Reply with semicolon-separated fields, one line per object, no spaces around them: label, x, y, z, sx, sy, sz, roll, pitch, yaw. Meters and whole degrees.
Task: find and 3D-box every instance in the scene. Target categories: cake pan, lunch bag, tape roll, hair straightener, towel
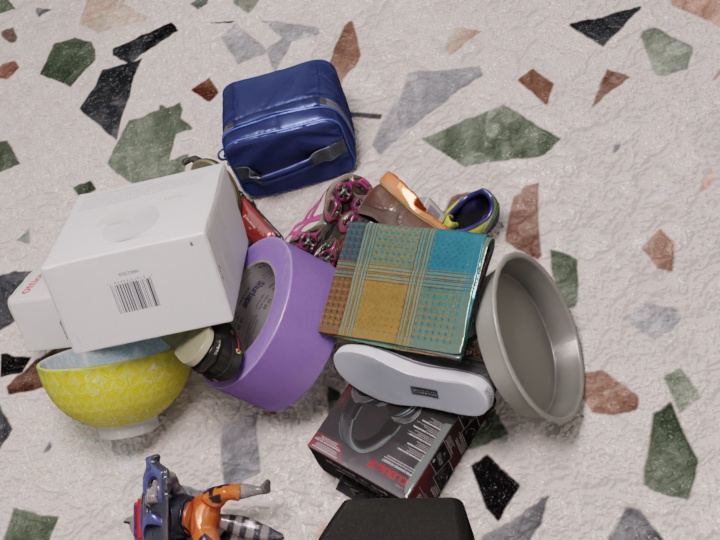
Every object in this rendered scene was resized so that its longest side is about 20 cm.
cake pan;0.193;0.080;1.322;0.036;0.200;0.203;-21;49;33
lunch bag;-0.109;-0.192;1.634;0.197;0.136;0.134;-15;53;8
tape roll;-0.113;0.066;1.435;0.199;0.084;0.202;-36;40;37
hair straightener;-0.181;-0.095;1.637;0.200;0.077;0.041;42;93;19
towel;0.051;0.019;1.317;0.198;0.022;0.149;7;73;35

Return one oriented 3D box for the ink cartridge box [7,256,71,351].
ink cartridge box;-0.355;0.031;1.573;0.197;0.084;0.146;-7;27;16

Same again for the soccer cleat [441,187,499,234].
soccer cleat;0.098;-0.035;1.485;0.200;0.084;0.065;-40;69;-9

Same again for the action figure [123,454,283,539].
action figure;-0.199;0.325;1.371;0.191;0.104;0.203;3;85;29

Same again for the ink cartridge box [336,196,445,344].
ink cartridge box;0.000;0.000;1.480;0.175;0.045;0.202;-1;53;51

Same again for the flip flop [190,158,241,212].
flip flop;-0.212;-0.053;1.579;0.080;0.057;0.203;2;88;31

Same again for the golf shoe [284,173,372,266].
golf shoe;-0.057;-0.044;1.571;0.200;0.072;0.092;-49;14;-3

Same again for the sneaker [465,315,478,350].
sneaker;0.125;0.042;1.386;0.086;0.076;0.200;-16;13;-4

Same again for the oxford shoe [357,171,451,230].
oxford shoe;0.075;-0.030;1.379;0.073;0.071;0.200;-44;60;1

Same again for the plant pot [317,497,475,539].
plant pot;0.044;0.347;1.194;0.196;0.201;0.179;-5;45;16

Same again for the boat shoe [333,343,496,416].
boat shoe;0.067;0.110;1.324;0.197;0.071;0.066;8;40;28

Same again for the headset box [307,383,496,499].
headset box;0.045;0.188;1.363;0.148;0.078;0.201;24;66;31

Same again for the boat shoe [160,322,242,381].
boat shoe;-0.197;0.075;1.410;0.074;0.063;0.201;-53;29;5

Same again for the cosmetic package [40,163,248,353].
cosmetic package;-0.250;-0.018;1.387;0.196;0.124;0.201;-11;29;7

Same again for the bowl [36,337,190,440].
bowl;-0.306;0.153;1.478;0.197;0.200;0.109;-7;98;15
